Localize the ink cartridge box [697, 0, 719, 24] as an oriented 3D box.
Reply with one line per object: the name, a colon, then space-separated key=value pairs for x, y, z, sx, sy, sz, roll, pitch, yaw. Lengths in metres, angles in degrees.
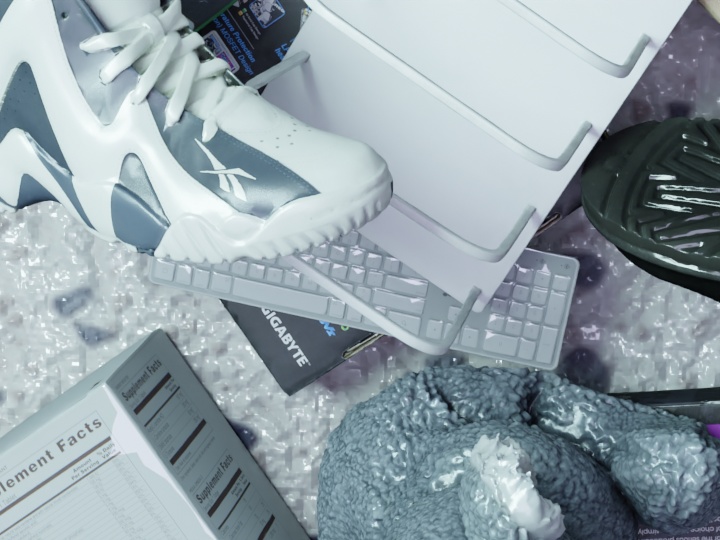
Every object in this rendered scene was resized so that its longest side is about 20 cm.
ink cartridge box: x=0.224 y=-0.161 z=0.892 sx=0.200 sy=0.075 sz=0.165 roll=45 pitch=104 yaw=-2

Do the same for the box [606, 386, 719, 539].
box: x=0.117 y=0.161 z=0.995 sx=0.142 sy=0.036 sz=0.202 roll=-3 pitch=100 yaw=10

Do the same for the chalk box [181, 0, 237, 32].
chalk box: x=-0.142 y=-0.152 z=0.882 sx=0.124 sy=0.124 sz=0.201 roll=-33 pitch=63 yaw=13

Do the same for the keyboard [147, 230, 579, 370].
keyboard: x=0.000 y=0.000 z=0.944 sx=0.198 sy=0.011 sz=0.057 roll=12 pitch=104 yaw=4

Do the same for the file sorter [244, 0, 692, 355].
file sorter: x=0.038 y=-0.086 z=0.844 sx=0.138 sy=0.125 sz=0.201 roll=34 pitch=109 yaw=2

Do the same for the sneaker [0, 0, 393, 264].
sneaker: x=-0.082 y=-0.083 z=0.767 sx=0.198 sy=0.079 sz=0.131 roll=14 pitch=120 yaw=31

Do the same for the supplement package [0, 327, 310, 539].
supplement package: x=-0.094 y=0.149 z=0.984 sx=0.113 sy=0.110 sz=0.201 roll=-33 pitch=95 yaw=13

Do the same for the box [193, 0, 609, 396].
box: x=-0.008 y=-0.076 z=0.958 sx=0.198 sy=0.050 sz=0.201 roll=-34 pitch=96 yaw=11

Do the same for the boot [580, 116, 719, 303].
boot: x=0.196 y=0.028 z=0.916 sx=0.210 sy=0.080 sz=0.159 roll=21 pitch=143 yaw=20

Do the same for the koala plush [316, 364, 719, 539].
koala plush: x=0.053 y=0.135 z=0.879 sx=0.183 sy=0.200 sz=0.179 roll=25 pitch=104 yaw=5
